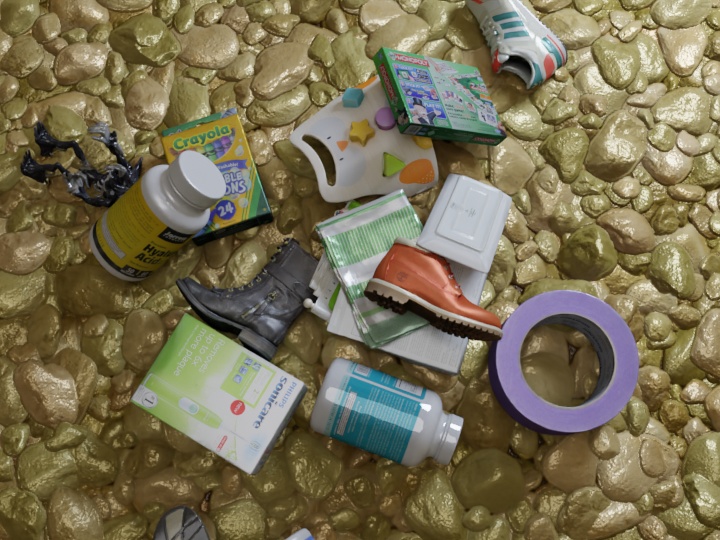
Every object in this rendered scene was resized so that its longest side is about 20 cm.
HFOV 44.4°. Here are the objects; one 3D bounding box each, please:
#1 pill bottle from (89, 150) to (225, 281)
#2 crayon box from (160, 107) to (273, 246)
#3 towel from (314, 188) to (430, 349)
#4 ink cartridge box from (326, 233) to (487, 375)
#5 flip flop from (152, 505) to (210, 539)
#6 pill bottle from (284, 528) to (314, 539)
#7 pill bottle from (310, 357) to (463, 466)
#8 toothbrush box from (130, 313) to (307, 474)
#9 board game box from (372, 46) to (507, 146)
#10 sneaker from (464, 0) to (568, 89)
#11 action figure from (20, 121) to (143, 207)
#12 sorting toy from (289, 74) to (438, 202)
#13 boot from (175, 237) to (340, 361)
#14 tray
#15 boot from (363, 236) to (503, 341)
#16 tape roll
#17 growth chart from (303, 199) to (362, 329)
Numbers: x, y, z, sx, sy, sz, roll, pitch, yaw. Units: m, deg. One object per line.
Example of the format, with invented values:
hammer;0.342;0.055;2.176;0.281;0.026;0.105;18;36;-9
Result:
pill bottle;-0.286;-0.080;1.256;0.200;0.111;0.111;-38;77;28
crayon box;-0.224;-0.153;1.347;0.126;0.052;0.200;-19;77;-4
towel;0.039;-0.004;1.272;0.152;0.023;0.200;-24;79;-8
ink cartridge box;0.070;0.048;1.297;0.200;0.057;0.163;17;77;7
flip flop;-0.224;0.420;1.216;0.081;0.058;0.200;-27;93;-10
pill bottle;-0.068;0.458;1.171;0.114;0.114;0.200;-31;79;-6
pill bottle;0.038;0.204;1.231;0.200;0.111;0.111;20;78;6
toothbrush box;-0.197;0.176;1.253;0.200;0.086;0.146;31;79;6
board game box;0.120;-0.255;1.309;0.200;0.029;0.135;1;61;-39
sneaker;0.225;-0.366;1.382;0.200;0.070;0.093;44;75;7
action figure;-0.407;-0.154;1.325;0.200;0.102;0.119;17;66;6
sorting toy;-0.003;-0.189;1.318;0.180;0.107;0.200;-28;78;-11
boot;-0.151;0.021;1.307;0.200;0.069;0.174;35;74;4
tray;0.158;-0.079;1.282;0.107;0.022;0.200;22;41;5
boot;0.116;0.026;1.227;0.200;0.075;0.107;25;72;3
tape roll;0.286;0.133;1.259;0.200;0.085;0.200;0;77;1
growth chart;0.000;0.000;1.308;0.145;0.018;0.200;22;73;-13
